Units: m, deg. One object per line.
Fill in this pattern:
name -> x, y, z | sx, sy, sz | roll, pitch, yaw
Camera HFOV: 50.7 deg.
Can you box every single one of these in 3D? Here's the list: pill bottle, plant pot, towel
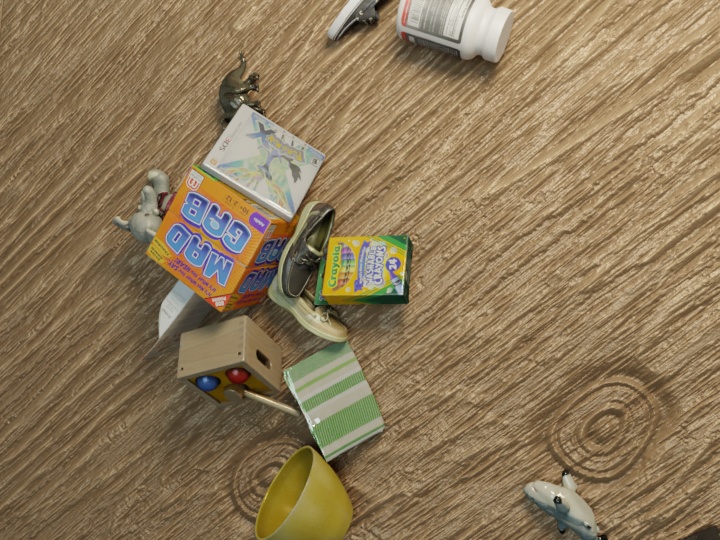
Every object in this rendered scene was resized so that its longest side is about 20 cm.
pill bottle -> 0.175, -0.461, 1.409 | 0.197, 0.116, 0.118 | 23, 99, 15
plant pot -> -0.098, 0.477, 1.517 | 0.141, 0.201, 0.201 | 35, 104, -14
towel -> -0.051, 0.261, 1.536 | 0.150, 0.023, 0.203 | -26, 83, -10

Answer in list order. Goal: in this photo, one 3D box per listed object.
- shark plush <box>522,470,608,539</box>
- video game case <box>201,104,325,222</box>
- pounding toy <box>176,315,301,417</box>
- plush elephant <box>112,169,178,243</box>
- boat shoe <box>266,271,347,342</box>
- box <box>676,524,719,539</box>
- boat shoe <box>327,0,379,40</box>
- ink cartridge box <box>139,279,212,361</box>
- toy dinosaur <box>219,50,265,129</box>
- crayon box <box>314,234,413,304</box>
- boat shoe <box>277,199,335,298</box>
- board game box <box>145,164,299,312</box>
shark plush -> 0.399, 0.464, 1.428 | 0.199, 0.091, 0.083 | 42, 124, -9
video game case -> -0.185, -0.213, 1.488 | 0.198, 0.184, 0.022 | 31, 144, -8
pounding toy -> -0.241, 0.213, 1.544 | 0.181, 0.201, 0.145 | -16, 53, 17
plush elephant -> -0.425, -0.117, 1.592 | 0.162, 0.154, 0.204 | 16, 99, 20
boat shoe -> -0.101, 0.073, 1.547 | 0.199, 0.073, 0.064 | 36, 107, 20
box -> 0.610, 0.574, 1.301 | 0.123, 0.148, 0.203 | -28, 85, 18
boat shoe -> 0.018, -0.518, 1.486 | 0.066, 0.070, 0.200 | 43, 108, -9
ink cartridge box -> -0.374, 0.092, 1.586 | 0.047, 0.160, 0.200 | 44, 104, 9
toy dinosaur -> -0.254, -0.357, 1.572 | 0.100, 0.077, 0.205 | -10, 94, 4
crayon box -> 0.000, 0.000, 1.494 | 0.196, 0.052, 0.128 | -2, 65, 18
boat shoe -> -0.104, -0.040, 1.501 | 0.065, 0.071, 0.205 | 13, 81, 48
board game box -> -0.261, -0.065, 1.522 | 0.198, 0.199, 0.202 | 34, 102, 13
